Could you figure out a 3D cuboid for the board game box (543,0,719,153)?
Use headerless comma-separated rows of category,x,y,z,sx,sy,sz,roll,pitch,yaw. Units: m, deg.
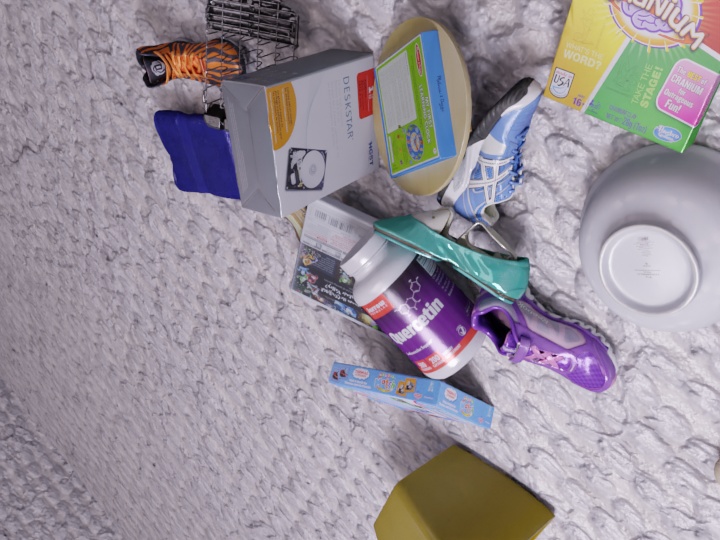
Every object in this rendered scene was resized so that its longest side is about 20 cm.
board game box,0.268,-0.232,0.601,0.152,0.040,0.203,31,131,27

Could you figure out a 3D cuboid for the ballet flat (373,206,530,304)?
ballet flat,0.113,-0.035,0.789,0.197,0.067,0.071,27,101,8

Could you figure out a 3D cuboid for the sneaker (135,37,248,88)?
sneaker,-0.267,-0.308,1.009,0.197,0.112,0.079,14,123,36

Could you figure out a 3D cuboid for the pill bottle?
pill bottle,0.067,0.038,0.865,0.200,0.113,0.112,45,138,-8

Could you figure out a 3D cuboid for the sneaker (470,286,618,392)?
sneaker,0.213,0.087,0.803,0.199,0.088,0.081,37,133,20

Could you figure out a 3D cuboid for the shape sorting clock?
shape sorting clock,0.069,-0.191,0.781,0.200,0.039,0.204,-144,49,-58

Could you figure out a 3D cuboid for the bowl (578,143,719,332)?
bowl,0.300,-0.016,0.660,0.199,0.090,0.205,22,127,32

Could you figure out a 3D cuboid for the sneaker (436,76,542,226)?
sneaker,0.159,-0.130,0.749,0.077,0.076,0.201,39,144,11

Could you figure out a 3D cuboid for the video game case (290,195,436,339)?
video game case,0.000,0.000,0.962,0.197,0.023,0.184,24,130,8

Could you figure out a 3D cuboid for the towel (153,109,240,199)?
towel,-0.259,-0.199,1.118,0.197,0.049,0.150,13,129,37

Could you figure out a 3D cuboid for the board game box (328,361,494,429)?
board game box,0.072,0.181,0.960,0.197,0.037,0.150,2,160,41

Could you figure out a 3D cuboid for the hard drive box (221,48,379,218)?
hard drive box,-0.066,-0.179,0.830,0.076,0.199,0.159,16,125,34

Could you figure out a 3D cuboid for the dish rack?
dish rack,-0.151,-0.284,0.929,0.150,0.055,0.203,13,120,10

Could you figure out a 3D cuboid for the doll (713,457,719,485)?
doll,0.461,0.208,0.668,0.198,0.048,0.138,-20,98,47

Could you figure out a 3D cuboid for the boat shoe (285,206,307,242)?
boat shoe,-0.087,-0.111,0.992,0.201,0.072,0.076,50,134,-8

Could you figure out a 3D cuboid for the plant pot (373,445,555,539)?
plant pot,0.134,0.391,0.991,0.177,0.198,0.202,47,138,28
